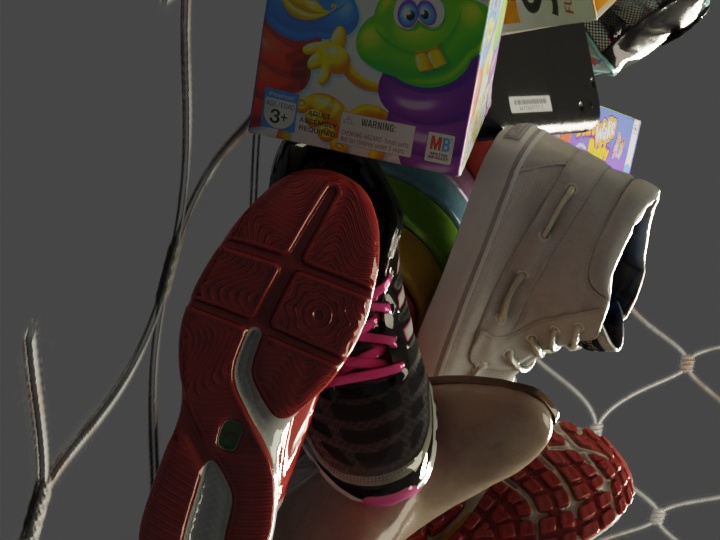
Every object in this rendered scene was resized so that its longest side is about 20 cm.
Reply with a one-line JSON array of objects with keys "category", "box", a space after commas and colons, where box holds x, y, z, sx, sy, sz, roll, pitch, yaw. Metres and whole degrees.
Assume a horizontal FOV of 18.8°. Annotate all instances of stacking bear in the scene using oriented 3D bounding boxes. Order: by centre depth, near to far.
[{"category": "stacking bear", "box": [0.000, 0.000, 1.175, 0.114, 0.121, 0.200, 87, 24, -43]}]

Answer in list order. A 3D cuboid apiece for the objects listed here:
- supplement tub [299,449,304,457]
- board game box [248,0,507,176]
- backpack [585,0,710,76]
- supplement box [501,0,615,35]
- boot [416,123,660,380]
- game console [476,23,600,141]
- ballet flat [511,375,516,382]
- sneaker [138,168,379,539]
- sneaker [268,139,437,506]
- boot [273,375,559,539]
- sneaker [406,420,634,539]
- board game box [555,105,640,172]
[{"category": "supplement tub", "box": [-0.013, 0.129, 1.281, 0.200, 0.107, 0.107, 95, 9, -48]}, {"category": "board game box", "box": [0.020, -0.161, 0.997, 0.103, 0.105, 0.200, -65, 165, -64]}, {"category": "backpack", "box": [0.117, -0.221, 1.444, 0.200, 0.153, 0.176, 59, 2, -8]}, {"category": "supplement box", "box": [0.108, -0.211, 1.144, 0.200, 0.073, 0.126, -46, 126, -58]}, {"category": "boot", "box": [0.089, 0.029, 1.143, 0.074, 0.095, 0.200, -36, 147, -58]}, {"category": "game console", "box": [0.066, -0.157, 1.173, 0.200, 0.031, 0.177, -11, 90, -60]}, {"category": "ballet flat", "box": [0.057, 0.053, 1.303, 0.076, 0.064, 0.200, 105, -27, -57]}, {"category": "sneaker", "box": [-0.051, 0.049, 0.998, 0.116, 0.078, 0.200, -174, -71, -87]}, {"category": "sneaker", "box": [-0.009, 0.013, 1.051, 0.087, 0.074, 0.200, 82, -1, -68]}, {"category": "boot", "box": [-0.004, 0.132, 1.091, 0.200, 0.070, 0.146, -23, -158, 45]}, {"category": "sneaker", "box": [0.057, 0.145, 1.211, 0.082, 0.200, 0.078, 95, -27, -69]}, {"category": "board game box", "box": [0.093, -0.100, 1.441, 0.200, 0.134, 0.045, 5, 98, -68]}]
